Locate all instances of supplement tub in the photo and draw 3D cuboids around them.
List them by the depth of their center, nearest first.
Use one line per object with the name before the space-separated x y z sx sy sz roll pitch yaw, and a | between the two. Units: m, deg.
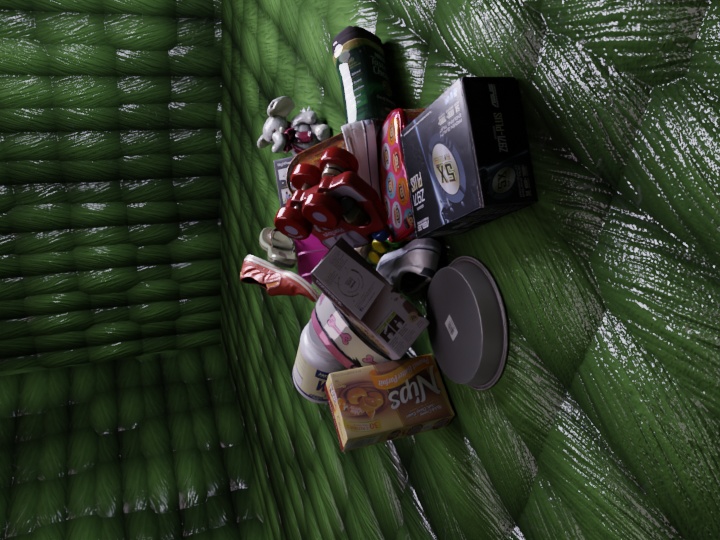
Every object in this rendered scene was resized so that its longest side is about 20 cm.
supplement tub | -0.080 0.201 1.449 0.203 0.141 0.147 108 149 -47

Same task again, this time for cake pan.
cake pan | 0.155 0.082 0.943 0.199 0.036 0.207 174 90 -70

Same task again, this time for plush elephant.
plush elephant | -0.177 -0.341 1.551 0.167 0.150 0.204 109 147 -48

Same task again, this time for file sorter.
file sorter | -0.079 -0.085 1.343 0.125 0.134 0.207 126 136 -81

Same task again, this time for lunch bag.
lunch bag | 0.079 -0.154 1.036 0.176 0.079 0.207 145 118 -71

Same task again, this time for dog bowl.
dog bowl | -0.012 0.115 1.170 0.074 0.199 0.202 -44 41 13

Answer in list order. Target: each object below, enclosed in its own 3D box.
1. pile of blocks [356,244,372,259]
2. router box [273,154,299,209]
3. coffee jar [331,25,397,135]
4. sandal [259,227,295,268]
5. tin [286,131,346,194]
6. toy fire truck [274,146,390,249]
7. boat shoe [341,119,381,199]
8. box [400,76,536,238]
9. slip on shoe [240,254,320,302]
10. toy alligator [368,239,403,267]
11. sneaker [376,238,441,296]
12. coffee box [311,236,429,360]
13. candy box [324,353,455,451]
pile of blocks | 0.012 -0.121 1.171 0.205 0.061 0.082 -70 -18 8
router box | -0.070 -0.167 1.254 0.051 0.194 0.154 64 -165 -77
coffee jar | 0.010 -0.338 1.125 0.084 0.103 0.206 -23 71 36
sandal | -0.176 -0.061 1.370 0.201 0.077 0.059 -131 51 -63
tin | -0.051 -0.198 1.212 0.042 0.195 0.114 64 -179 -72
toy fire truck | -0.035 -0.097 1.022 0.197 0.166 0.115 -14 50 48
boat shoe | -0.003 -0.154 1.067 0.071 0.068 0.206 -108 12 -67
box | 0.140 -0.148 0.855 0.199 0.084 0.169 158 104 -68
slip on shoe | -0.171 0.030 1.307 0.062 0.195 0.074 -64 -19 -15
toy alligator | 0.050 -0.034 1.182 0.053 0.060 0.201 32 151 8
sneaker | 0.073 0.007 1.070 0.200 0.071 0.073 137 150 -63
coffee box | 0.013 0.051 1.028 0.199 0.080 0.113 43 171 3
candy box | 0.048 0.219 1.035 0.056 0.194 0.118 112 145 -53
